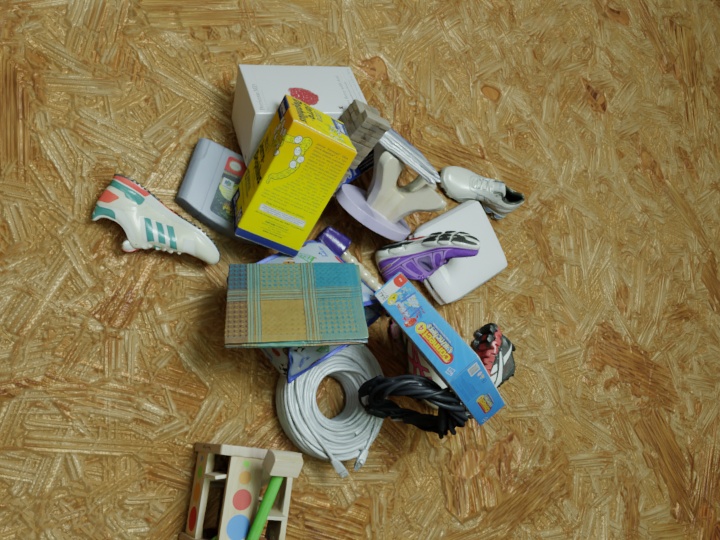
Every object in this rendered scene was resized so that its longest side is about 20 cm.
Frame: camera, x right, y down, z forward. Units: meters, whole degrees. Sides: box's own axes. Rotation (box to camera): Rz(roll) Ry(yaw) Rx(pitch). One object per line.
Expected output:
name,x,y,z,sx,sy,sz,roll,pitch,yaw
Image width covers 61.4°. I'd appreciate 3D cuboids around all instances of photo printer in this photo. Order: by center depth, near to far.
photo printer,0.192,-0.035,1.226,0.199,0.069,0.168,-27,93,-34

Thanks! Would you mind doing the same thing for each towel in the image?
towel,-0.093,0.048,0.874,0.198,0.022,0.148,-1,50,-6
towel,0.071,-0.223,1.091,0.146,0.200,0.024,36,105,-16

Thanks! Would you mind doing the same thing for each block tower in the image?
block tower,-0.037,-0.191,1.002,0.054,0.200,0.058,11,47,-42

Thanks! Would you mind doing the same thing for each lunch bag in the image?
lunch bag,-0.084,0.053,0.967,0.199,0.124,0.170,-32,61,-31

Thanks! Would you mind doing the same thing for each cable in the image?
cable,0.084,0.213,0.932,0.162,0.200,0.051,31,61,-9
cable,-0.044,0.213,1.018,0.200,0.069,0.200,46,58,-14

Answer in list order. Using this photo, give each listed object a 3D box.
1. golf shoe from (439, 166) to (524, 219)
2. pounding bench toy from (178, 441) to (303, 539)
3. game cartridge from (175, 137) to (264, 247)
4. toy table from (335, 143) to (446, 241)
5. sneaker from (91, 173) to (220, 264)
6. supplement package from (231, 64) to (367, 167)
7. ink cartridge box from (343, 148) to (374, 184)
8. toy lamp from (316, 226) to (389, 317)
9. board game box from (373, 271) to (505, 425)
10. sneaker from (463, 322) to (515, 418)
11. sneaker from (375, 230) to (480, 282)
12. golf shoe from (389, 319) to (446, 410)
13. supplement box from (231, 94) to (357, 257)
golf shoe,0.262,-0.179,1.290,0.198,0.097,0.079,18,71,-26
pounding bench toy,-0.155,0.327,0.840,0.123,0.199,0.158,16,70,-28
game cartridge,-0.200,-0.120,1.019,0.199,0.041,0.134,24,71,-26
toy table,0.057,-0.138,1.089,0.184,0.117,0.200,47,17,16
sneaker,-0.311,-0.054,0.923,0.199,0.070,0.094,39,79,-21
supplement package,-0.103,-0.261,1.024,0.198,0.120,0.122,-8,58,-24
ink cartridge box,-0.026,-0.219,1.147,0.200,0.044,0.094,-38,98,-33
toy lamp,0.000,0.000,1.104,0.200,0.058,0.058,43,60,-16
board game box,0.126,0.125,0.950,0.056,0.196,0.200,-39,141,-2
sneaker,0.259,0.209,1.209,0.098,0.071,0.202,34,61,-19
sneaker,0.128,-0.022,1.129,0.081,0.198,0.084,-43,120,-64
golf shoe,0.126,0.167,1.122,0.072,0.092,0.202,-28,96,-42
supplement box,-0.108,-0.143,0.932,0.109,0.201,0.109,21,26,-27
